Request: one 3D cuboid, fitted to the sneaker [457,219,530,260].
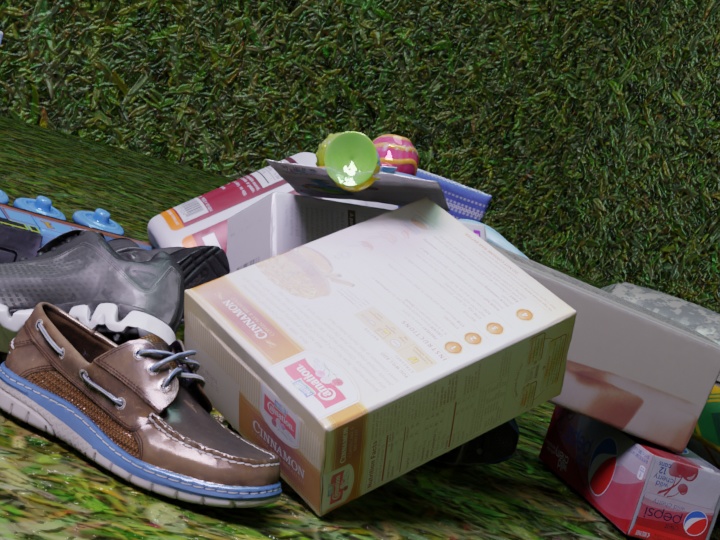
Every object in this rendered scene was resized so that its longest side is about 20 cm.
[{"bbox_3d":[0.132,0.031,1.250,0.200,0.074,0.082,40,10,25],"label":"sneaker"}]

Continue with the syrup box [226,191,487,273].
[{"bbox_3d":[0.000,0.000,1.178,0.198,0.083,0.078,9,-18,-31],"label":"syrup box"}]

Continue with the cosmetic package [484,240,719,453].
[{"bbox_3d":[0.154,0.052,1.125,0.198,0.088,0.103,22,7,-14],"label":"cosmetic package"}]

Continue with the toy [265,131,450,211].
[{"bbox_3d":[0.005,-0.075,1.082,0.113,0.048,0.200,7,0,6],"label":"toy"}]

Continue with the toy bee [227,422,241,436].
[{"bbox_3d":[-0.014,0.059,1.075,0.130,0.110,0.200,-25,-26,16],"label":"toy bee"}]

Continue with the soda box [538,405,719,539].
[{"bbox_3d":[0.207,0.152,1.184,0.069,0.064,0.200,16,5,-14],"label":"soda box"}]

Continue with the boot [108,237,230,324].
[{"bbox_3d":[-0.202,0.024,1.115,0.130,0.071,0.199,5,13,39],"label":"boot"}]

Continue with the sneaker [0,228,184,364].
[{"bbox_3d":[-0.198,0.015,0.979,0.197,0.091,0.067,6,-36,16],"label":"sneaker"}]

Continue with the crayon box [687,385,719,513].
[{"bbox_3d":[0.303,0.154,1.227,0.126,0.051,0.200,53,-10,-23],"label":"crayon box"}]

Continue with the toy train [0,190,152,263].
[{"bbox_3d":[-0.260,-0.010,1.232,0.198,0.088,0.114,17,14,-32],"label":"toy train"}]

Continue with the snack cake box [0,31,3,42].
[{"bbox_3d":[-0.402,-0.133,1.343,0.114,0.203,0.067,21,6,33],"label":"snack cake box"}]

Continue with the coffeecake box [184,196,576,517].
[{"bbox_3d":[0.010,0.047,0.963,0.198,0.074,0.153,-22,44,-32],"label":"coffeecake box"}]

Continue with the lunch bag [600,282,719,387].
[{"bbox_3d":[0.288,0.098,1.382,0.198,0.141,0.168,20,-11,22],"label":"lunch bag"}]

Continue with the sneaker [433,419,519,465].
[{"bbox_3d":[0.071,0.101,1.199,0.089,0.079,0.199,18,5,-31],"label":"sneaker"}]

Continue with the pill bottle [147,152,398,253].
[{"bbox_3d":[-0.070,-0.029,1.287,0.198,0.114,0.113,-24,18,-12],"label":"pill bottle"}]

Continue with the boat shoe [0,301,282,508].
[{"bbox_3d":[-0.126,0.074,0.867,0.198,0.073,0.072,20,7,23],"label":"boat shoe"}]

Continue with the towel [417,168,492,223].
[{"bbox_3d":[0.019,0.000,1.391,0.143,0.202,0.024,17,20,-13],"label":"towel"}]
